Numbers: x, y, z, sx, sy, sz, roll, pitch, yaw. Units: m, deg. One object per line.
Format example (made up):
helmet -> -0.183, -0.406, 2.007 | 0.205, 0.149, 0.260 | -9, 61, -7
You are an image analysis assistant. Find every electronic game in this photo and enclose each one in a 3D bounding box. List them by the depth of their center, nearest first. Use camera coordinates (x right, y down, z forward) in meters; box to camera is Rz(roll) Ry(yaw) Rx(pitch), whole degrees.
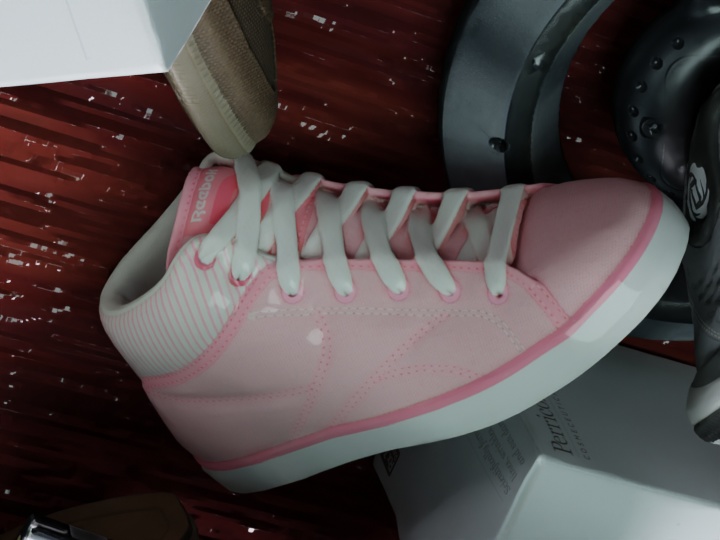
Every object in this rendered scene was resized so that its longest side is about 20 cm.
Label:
electronic game -> 0.125, -0.060, 0.795 | 0.199, 0.042, 0.201 | -5, 125, -7

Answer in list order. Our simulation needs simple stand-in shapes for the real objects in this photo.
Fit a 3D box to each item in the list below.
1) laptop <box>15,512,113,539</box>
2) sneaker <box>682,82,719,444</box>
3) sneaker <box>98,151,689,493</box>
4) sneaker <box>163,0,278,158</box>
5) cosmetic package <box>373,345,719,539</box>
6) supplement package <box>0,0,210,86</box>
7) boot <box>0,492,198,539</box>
laptop -> -0.032, 0.161, 0.753 | 0.187, 0.116, 0.200 | 23, 115, -26
sneaker -> 0.150, -0.033, 0.705 | 0.075, 0.116, 0.200 | 4, 152, -28
sneaker -> 0.000, 0.000, 0.757 | 0.200, 0.075, 0.105 | -23, 120, 31
sneaker -> -0.047, -0.127, 0.703 | 0.075, 0.070, 0.200 | -22, 122, -4
cosmetic package -> 0.115, 0.091, 0.845 | 0.199, 0.113, 0.081 | 17, 113, -25
supplement package -> -0.138, -0.120, 0.610 | 0.199, 0.117, 0.117 | -4, 122, 18
boot -> -0.121, 0.179, 0.859 | 0.200, 0.070, 0.146 | -28, 128, 2
